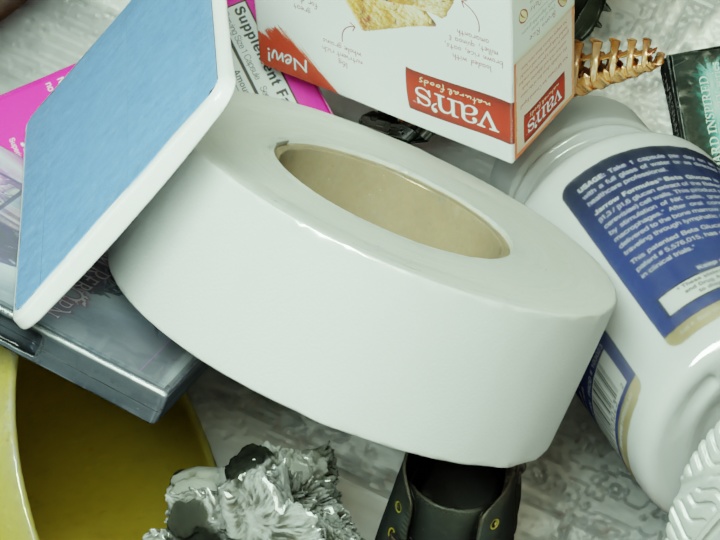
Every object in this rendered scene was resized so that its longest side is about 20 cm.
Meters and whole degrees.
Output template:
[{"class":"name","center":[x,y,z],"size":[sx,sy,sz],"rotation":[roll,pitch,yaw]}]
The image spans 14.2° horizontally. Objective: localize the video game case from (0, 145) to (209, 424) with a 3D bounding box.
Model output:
[{"class":"video game case","center":[-0.147,-0.012,1.181],"size":[0.199,0.143,0.019],"rotation":[26,112,6]}]

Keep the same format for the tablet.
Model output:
[{"class":"tablet","center":[-0.095,-0.064,1.162],"size":[0.014,0.200,0.130],"rotation":[37,108,-20]}]

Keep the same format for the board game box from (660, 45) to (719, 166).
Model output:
[{"class":"board game box","center":[0.221,-0.015,1.341],"size":[0.135,0.028,0.201],"rotation":[-6,70,-2]}]

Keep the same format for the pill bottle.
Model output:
[{"class":"pill bottle","center":[0.131,0.009,1.257],"size":[0.111,0.111,0.200],"rotation":[-22,41,-8]}]

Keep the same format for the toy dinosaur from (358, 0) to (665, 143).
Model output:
[{"class":"toy dinosaur","center":[0.065,-0.110,1.316],"size":[0.199,0.102,0.136],"rotation":[24,78,29]}]

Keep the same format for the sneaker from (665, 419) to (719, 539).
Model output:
[{"class":"sneaker","center":[0.200,0.139,1.199],"size":[0.129,0.079,0.200],"rotation":[-15,104,-37]}]

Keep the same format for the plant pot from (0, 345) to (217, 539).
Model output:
[{"class":"plant pot","center":[-0.157,0.118,1.221],"size":[0.141,0.200,0.201],"rotation":[-18,68,18]}]

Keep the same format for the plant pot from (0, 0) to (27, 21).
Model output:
[{"class":"plant pot","center":[-0.238,-0.163,1.319],"size":[0.198,0.200,0.200],"rotation":[-36,73,-20]}]

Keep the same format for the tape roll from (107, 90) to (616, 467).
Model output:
[{"class":"tape roll","center":[0.000,0.000,1.171],"size":[0.202,0.202,0.071],"rotation":[26,106,10]}]

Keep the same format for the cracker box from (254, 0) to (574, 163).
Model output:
[{"class":"cracker box","center":[0.019,-0.154,1.190],"size":[0.134,0.201,0.058],"rotation":[23,50,26]}]

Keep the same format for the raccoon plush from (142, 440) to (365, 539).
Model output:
[{"class":"raccoon plush","center":[-0.011,0.150,1.190],"size":[0.097,0.134,0.200],"rotation":[-43,76,14]}]

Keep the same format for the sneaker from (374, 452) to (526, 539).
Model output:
[{"class":"sneaker","center":[0.023,0.149,1.237],"size":[0.074,0.106,0.201],"rotation":[11,70,4]}]

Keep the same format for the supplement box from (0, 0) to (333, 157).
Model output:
[{"class":"supplement box","center":[-0.109,-0.031,1.309],"size":[0.199,0.101,0.104],"rotation":[-22,69,-9]}]
